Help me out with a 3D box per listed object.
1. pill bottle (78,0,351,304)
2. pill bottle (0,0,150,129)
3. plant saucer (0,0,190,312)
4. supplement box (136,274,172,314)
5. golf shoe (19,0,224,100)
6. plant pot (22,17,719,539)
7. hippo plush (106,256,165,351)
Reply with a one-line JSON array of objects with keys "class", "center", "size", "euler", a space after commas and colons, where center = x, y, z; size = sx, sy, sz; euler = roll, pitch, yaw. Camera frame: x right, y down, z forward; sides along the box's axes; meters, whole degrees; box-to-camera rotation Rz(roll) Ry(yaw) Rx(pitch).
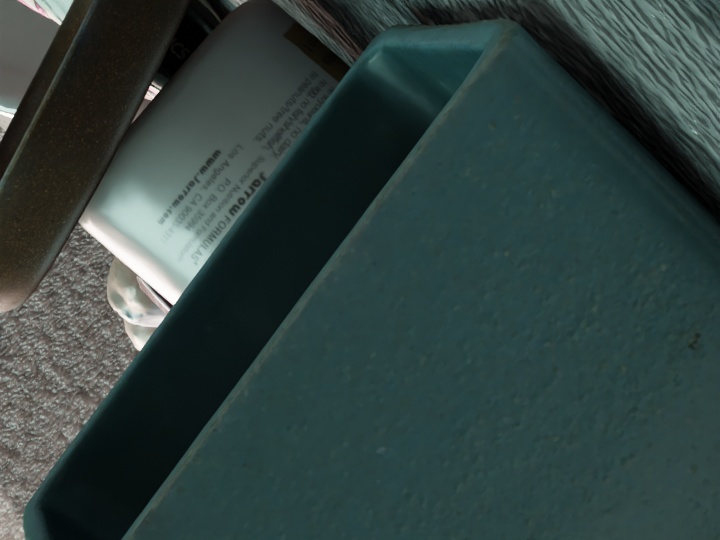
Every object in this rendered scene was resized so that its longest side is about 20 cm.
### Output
[{"class": "pill bottle", "center": [0.000, 0.000, 0.978], "size": [0.200, 0.114, 0.114], "euler": [41, 177, -2]}, {"class": "pill bottle", "center": [-0.161, -0.117, 1.488], "size": [0.114, 0.114, 0.200], "euler": [45, 177, 16]}, {"class": "plant saucer", "center": [-0.104, -0.064, 0.941], "size": [0.034, 0.201, 0.200], "euler": [27, 180, -9]}, {"class": "supplement box", "center": [-0.004, 0.032, 1.351], "size": [0.200, 0.131, 0.103], "euler": [45, 175, 1]}, {"class": "golf shoe", "center": [-0.131, -0.150, 1.261], "size": [0.200, 0.073, 0.092], "euler": [36, 175, -28]}, {"class": "plant pot", "center": [0.041, 0.066, 0.737], "size": [0.200, 0.196, 0.196], "euler": [38, 178, -10]}, {"class": "hippo plush", "center": [-0.047, 0.026, 1.545], "size": [0.161, 0.159, 0.200], "euler": [44, 176, 31]}]
